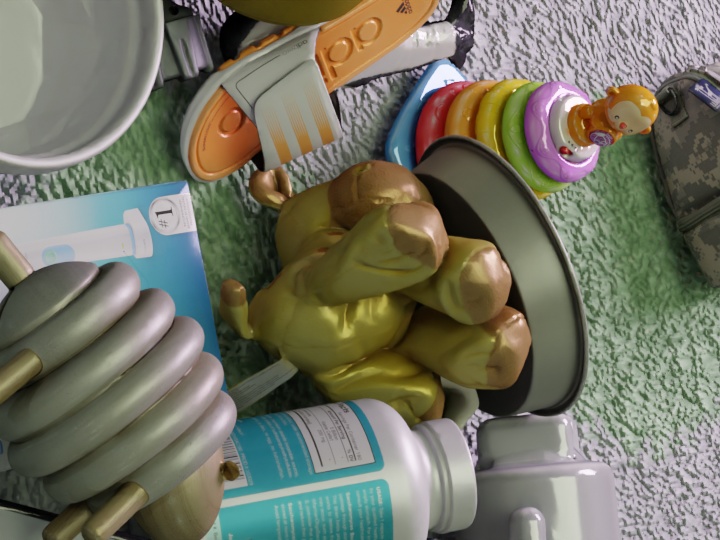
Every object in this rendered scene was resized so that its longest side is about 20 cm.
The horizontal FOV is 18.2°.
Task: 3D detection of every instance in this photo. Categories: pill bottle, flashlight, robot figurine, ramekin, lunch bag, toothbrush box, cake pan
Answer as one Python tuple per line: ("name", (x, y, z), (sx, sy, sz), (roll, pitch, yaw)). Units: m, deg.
("pill bottle", (-0.034, 0.139, 1.356), (0.199, 0.111, 0.111), (-8, 87, -18))
("flashlight", (-0.143, -0.213, 1.411), (0.068, 0.068, 0.201), (-25, 98, -51))
("robot figurine", (0.123, 0.199, 1.539), (0.170, 0.113, 0.201), (23, 60, -75))
("ramekin", (-0.222, -0.147, 1.299), (0.200, 0.105, 0.201), (9, 76, -40))
("lunch bag", (0.329, -0.094, 1.778), (0.200, 0.139, 0.168), (-19, 78, -43))
("toothbrush box", (-0.187, 0.035, 1.308), (0.200, 0.085, 0.147), (-13, 92, -43))
("cake pan", (0.078, 0.010, 1.489), (0.037, 0.200, 0.201), (-23, 98, -24))

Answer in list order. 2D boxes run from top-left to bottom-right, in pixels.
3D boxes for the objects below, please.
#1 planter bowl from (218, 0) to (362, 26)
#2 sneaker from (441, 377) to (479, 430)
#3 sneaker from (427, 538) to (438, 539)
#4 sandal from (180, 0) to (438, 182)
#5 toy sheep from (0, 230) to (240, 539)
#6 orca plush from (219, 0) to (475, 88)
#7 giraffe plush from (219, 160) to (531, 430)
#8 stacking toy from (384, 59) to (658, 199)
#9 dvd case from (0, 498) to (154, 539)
("planter bowl", (-0.048, -0.209, 1.397), (0.200, 0.200, 0.084), (-18, 138, -43))
("sneaker", (0.002, 0.127, 1.458), (0.200, 0.090, 0.067), (-45, 114, -38))
("sneaker", (0.000, 0.222, 1.450), (0.200, 0.070, 0.109), (15, 77, -47))
("sandal", (-0.024, -0.122, 1.439), (0.206, 0.059, 0.079), (-37, 142, -7))
("toy sheep", (-0.142, 0.064, 1.205), (0.138, 0.138, 0.200), (-45, 107, -38))
("orca plush", (-0.016, -0.172, 1.514), (0.200, 0.105, 0.071), (-18, 55, -24))
("giraffe plush", (0.000, 0.000, 1.439), (0.162, 0.199, 0.173), (-89, 159, -52))
("stacking toy", (0.124, -0.091, 1.538), (0.116, 0.200, 0.110), (46, 54, -27))
("dvd case", (-0.196, 0.230, 1.240), (0.142, 0.018, 0.201), (18, 89, -21))
